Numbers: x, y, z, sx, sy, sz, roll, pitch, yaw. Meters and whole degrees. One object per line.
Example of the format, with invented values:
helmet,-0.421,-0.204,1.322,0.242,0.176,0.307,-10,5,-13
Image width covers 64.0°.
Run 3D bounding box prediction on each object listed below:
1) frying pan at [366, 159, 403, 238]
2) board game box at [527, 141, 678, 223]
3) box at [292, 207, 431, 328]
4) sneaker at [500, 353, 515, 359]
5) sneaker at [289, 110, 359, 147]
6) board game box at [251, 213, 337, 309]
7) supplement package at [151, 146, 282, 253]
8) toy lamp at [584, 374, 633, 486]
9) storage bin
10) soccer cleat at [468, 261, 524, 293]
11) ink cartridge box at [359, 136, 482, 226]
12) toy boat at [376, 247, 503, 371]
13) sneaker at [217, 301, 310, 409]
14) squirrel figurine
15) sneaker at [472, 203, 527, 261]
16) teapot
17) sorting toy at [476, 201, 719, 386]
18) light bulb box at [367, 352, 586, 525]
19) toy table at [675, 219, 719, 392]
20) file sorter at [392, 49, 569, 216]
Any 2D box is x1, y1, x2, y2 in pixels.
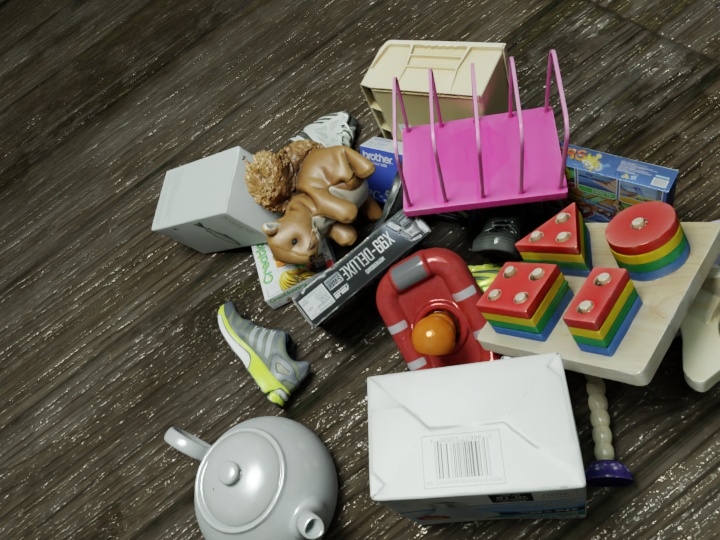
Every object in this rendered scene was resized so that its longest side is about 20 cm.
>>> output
frying pan,0.044,-0.090,0.844,0.031,0.191,0.115,19,19,-5
board game box,0.303,-0.103,0.762,0.199,0.136,0.035,25,72,32
box,0.000,0.000,0.814,0.200,0.158,0.050,-39,86,-5
sneaker,0.220,0.056,0.705,0.070,0.074,0.200,15,40,20
sneaker,-0.033,-0.225,1.016,0.115,0.076,0.200,-46,52,-7
board game box,-0.118,-0.047,0.967,0.125,0.035,0.201,-27,53,6
supplement package,-0.235,-0.111,0.967,0.199,0.117,0.118,-7,65,38
toy lamp,0.276,0.141,0.671,0.058,0.058,0.202,-8,58,18
storage bin,0.127,-0.237,0.880,0.197,0.200,0.094,16,69,30
soccer cleat,0.141,0.015,0.799,0.198,0.065,0.084,-19,59,13
ink cartridge box,0.093,-0.141,0.896,0.199,0.095,0.044,20,41,31
toy boat,0.097,0.076,0.706,0.130,0.131,0.201,-29,88,18
sneaker,-0.146,0.114,0.867,0.081,0.074,0.200,-36,59,-13
squirrel figurine,-0.089,-0.103,0.887,0.199,0.142,0.187,37,74,16
sneaker,0.190,-0.068,0.773,0.059,0.200,0.105,10,91,14
teapot,-0.134,0.263,0.713,0.198,0.146,0.199,-23,53,9
sorting toy,0.239,0.004,0.614,0.199,0.070,0.199,-49,28,-22
light bulb box,0.129,0.190,0.613,0.196,0.200,0.126,-10,58,17
toy table,0.388,0.042,0.626,0.200,0.184,0.117,-45,36,3
file sorter,0.141,-0.167,0.695,0.198,0.126,0.140,-5,60,12
